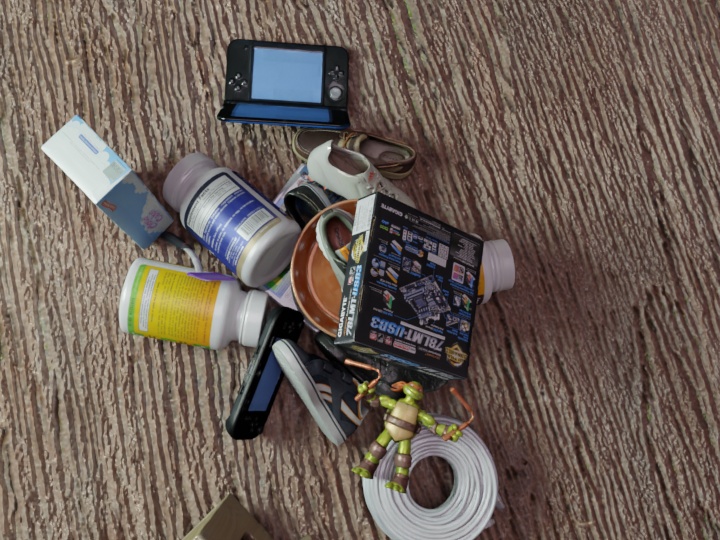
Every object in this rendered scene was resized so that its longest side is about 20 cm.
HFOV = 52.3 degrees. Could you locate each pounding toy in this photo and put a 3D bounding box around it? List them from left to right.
[{"bbox_3d":[-0.188,0.416,1.004,0.184,0.200,0.142,-44,88,5],"label":"pounding toy"}]

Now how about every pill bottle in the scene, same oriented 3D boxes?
[{"bbox_3d":[-0.239,0.054,1.072,0.198,0.111,0.112,11,81,-4],"label":"pill bottle"},{"bbox_3d":[-0.191,-0.079,1.078,0.200,0.116,0.116,40,80,18],"label":"pill bottle"},{"bbox_3d":[0.128,0.005,1.116,0.198,0.109,0.111,-9,83,-6],"label":"pill bottle"}]

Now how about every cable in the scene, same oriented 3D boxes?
[{"bbox_3d":[0.105,0.316,1.090,0.198,0.069,0.202,-21,85,-8],"label":"cable"}]

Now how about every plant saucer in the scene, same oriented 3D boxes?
[{"bbox_3d":[0.000,0.000,1.043,0.198,0.032,0.203,-1,84,6],"label":"plant saucer"}]

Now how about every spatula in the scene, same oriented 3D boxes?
[{"bbox_3d":[-0.245,-0.020,1.065,0.056,0.200,0.021,1,114,-40],"label":"spatula"}]

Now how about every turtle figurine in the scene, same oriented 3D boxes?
[{"bbox_3d":[0.047,0.219,1.040,0.198,0.064,0.163,23,80,2],"label":"turtle figurine"}]

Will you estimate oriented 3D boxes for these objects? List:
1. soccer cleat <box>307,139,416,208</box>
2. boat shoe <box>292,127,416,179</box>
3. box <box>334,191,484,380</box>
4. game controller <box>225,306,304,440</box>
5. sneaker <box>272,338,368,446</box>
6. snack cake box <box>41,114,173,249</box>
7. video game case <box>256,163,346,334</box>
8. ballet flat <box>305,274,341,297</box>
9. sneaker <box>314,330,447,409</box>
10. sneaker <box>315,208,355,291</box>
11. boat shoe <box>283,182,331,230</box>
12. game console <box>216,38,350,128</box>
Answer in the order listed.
[{"bbox_3d":[0.011,-0.128,1.114,0.199,0.077,0.070,27,56,-22],"label":"soccer cleat"},{"bbox_3d":[-0.008,-0.192,1.149,0.198,0.072,0.073,14,80,-3],"label":"boat shoe"},{"bbox_3d":[0.070,0.025,0.963,0.199,0.049,0.201,21,70,-32],"label":"box"},{"bbox_3d":[-0.137,0.149,1.067,0.042,0.104,0.202,20,85,11],"label":"game controller"},{"bbox_3d":[-0.055,0.160,1.067,0.079,0.078,0.201,-39,124,-17],"label":"sneaker"},{"bbox_3d":[-0.348,-0.117,1.033,0.115,0.200,0.067,43,80,11],"label":"snack cake box"},{"bbox_3d":[-0.078,-0.035,1.146,0.182,0.022,0.201,37,81,0],"label":"video game case"},{"bbox_3d":[-0.007,0.057,1.088,0.199,0.062,0.068,34,99,9],"label":"ballet flat"},{"bbox_3d":[0.033,0.133,1.117,0.199,0.060,0.104,41,74,2],"label":"sneaker"},{"bbox_3d":[-0.003,0.006,0.988,0.074,0.079,0.201,-31,84,0],"label":"sneaker"},{"bbox_3d":[-0.047,-0.042,1.098,0.069,0.056,0.201,-42,79,34],"label":"boat shoe"},{"bbox_3d":[-0.114,-0.288,1.130,0.198,0.118,0.173,3,82,-6],"label":"game console"}]
